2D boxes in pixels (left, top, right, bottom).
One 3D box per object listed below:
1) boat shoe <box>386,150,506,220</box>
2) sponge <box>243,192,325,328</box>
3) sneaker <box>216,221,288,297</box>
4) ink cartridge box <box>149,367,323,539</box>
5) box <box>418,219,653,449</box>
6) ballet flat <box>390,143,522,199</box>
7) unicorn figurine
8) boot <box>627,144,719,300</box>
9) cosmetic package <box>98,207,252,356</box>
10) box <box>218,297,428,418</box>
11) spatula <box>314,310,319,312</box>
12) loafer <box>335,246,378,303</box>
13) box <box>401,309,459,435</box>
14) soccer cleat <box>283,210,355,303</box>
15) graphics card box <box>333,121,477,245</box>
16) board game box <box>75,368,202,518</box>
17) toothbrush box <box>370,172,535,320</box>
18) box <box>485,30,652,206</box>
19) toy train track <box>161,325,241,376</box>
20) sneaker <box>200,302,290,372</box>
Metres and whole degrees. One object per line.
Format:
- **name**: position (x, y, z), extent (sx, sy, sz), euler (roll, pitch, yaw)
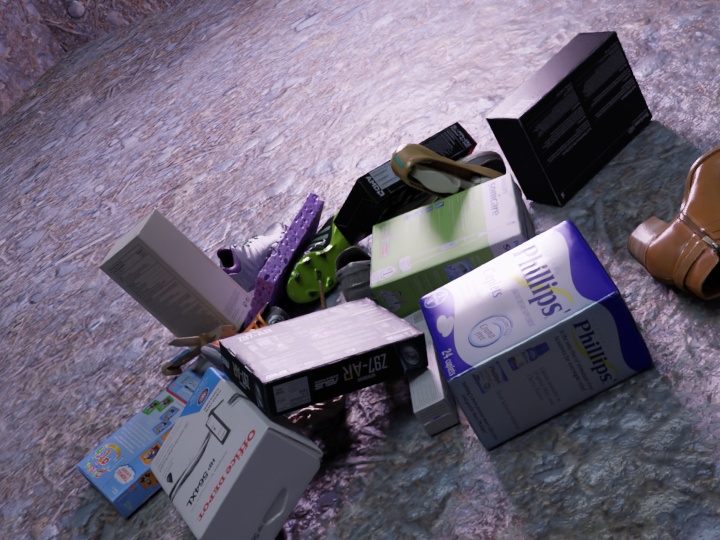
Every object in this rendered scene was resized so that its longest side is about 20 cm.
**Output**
- **boat shoe**: position (0.126, -0.084, 1.663), extent (0.200, 0.075, 0.073), euler (-40, 36, 4)
- **sponge**: position (-0.109, -0.013, 1.749), extent (0.030, 0.112, 0.201), euler (24, 45, 4)
- **sneaker**: position (-0.168, -0.028, 1.831), extent (0.074, 0.087, 0.201), euler (-40, 18, 34)
- **ink cartridge box**: position (-0.144, 0.216, 1.358), extent (0.147, 0.084, 0.200), euler (-59, 29, -1)
- **box**: position (0.182, 0.064, 1.295), extent (0.199, 0.105, 0.184), euler (-28, 27, 6)
- **ballet flat**: position (0.131, -0.108, 1.583), extent (0.063, 0.198, 0.069), euler (-114, 44, -61)
- **unicorn figurine**: position (-0.063, 0.130, 1.499), extent (0.137, 0.074, 0.201), euler (-31, 42, 1)
- **boot**: position (0.395, -0.057, 1.300), extent (0.199, 0.077, 0.155), euler (-36, 25, -3)
- **cosmetic package**: position (-0.261, 0.020, 1.721), extent (0.103, 0.200, 0.073), euler (-32, 21, 36)
- **box**: position (-0.045, 0.095, 1.383), extent (0.198, 0.044, 0.160), euler (-16, 20, -22)
- **spatula**: position (-0.018, 0.057, 1.613), extent (0.198, 0.021, 0.057), euler (-20, 21, 13)
- **loafer**: position (0.000, 0.000, 1.603), extent (0.069, 0.070, 0.200), euler (-20, 10, 0)
- **box**: position (0.077, 0.113, 1.396), extent (0.041, 0.039, 0.200), euler (-28, 26, 10)
- **soccer cleat**: position (-0.058, -0.016, 1.751), extent (0.081, 0.068, 0.200), euler (-29, 19, 49)
- **graphics card box**: position (0.063, -0.122, 1.695), extent (0.199, 0.051, 0.126), euler (-33, -12, -30)
- **board game box**: position (-0.266, 0.222, 1.581), extent (0.200, 0.037, 0.151), euler (-40, 27, -18)
- **toothbrush box**: position (0.118, -0.021, 1.514), extent (0.199, 0.086, 0.146), euler (-22, 31, 15)
- **box**: position (0.281, -0.205, 1.610), extent (0.200, 0.142, 0.079), euler (-42, 26, -20)
- **toy train track**: position (-0.225, 0.121, 1.665), extent (0.114, 0.033, 0.200), euler (-3, -17, -34)
- **sneaker**: position (-0.139, 0.089, 1.541), extent (0.112, 0.078, 0.200), euler (-47, 0, -6)
